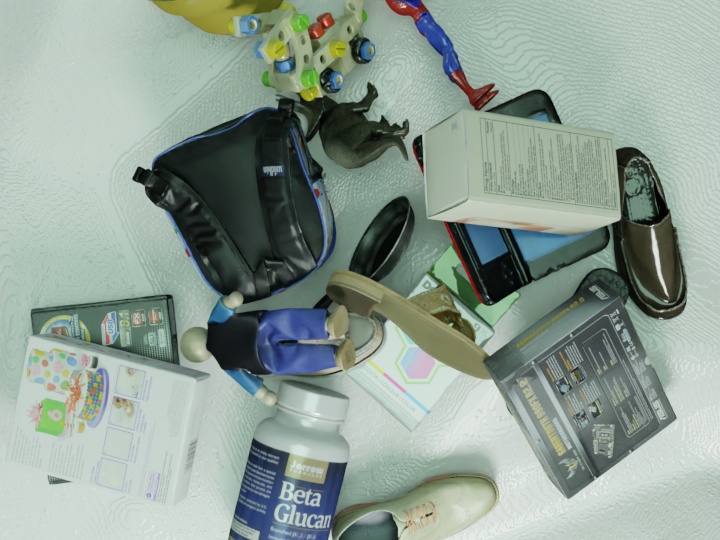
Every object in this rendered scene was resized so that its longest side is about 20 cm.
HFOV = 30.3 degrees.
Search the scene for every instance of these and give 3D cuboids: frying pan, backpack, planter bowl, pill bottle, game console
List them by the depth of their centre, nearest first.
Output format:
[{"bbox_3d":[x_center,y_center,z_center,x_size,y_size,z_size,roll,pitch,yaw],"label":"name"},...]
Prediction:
[{"bbox_3d":[-0.118,-0.065,1.460,0.198,0.154,0.192,-21,88,15],"label":"backpack"},{"bbox_3d":[-0.142,-0.320,1.471,0.199,0.201,0.084,-24,126,1],"label":"planter bowl"},{"bbox_3d":[0.170,-0.085,1.474,0.118,0.172,0.202,-25,89,28],"label":"game console"},{"bbox_3d":[-0.074,0.229,1.479,0.110,0.111,0.202,14,91,1],"label":"pill bottle"},{"bbox_3d":[0.005,0.002,1.481,0.031,0.115,0.191,31,92,-18],"label":"frying pan"}]

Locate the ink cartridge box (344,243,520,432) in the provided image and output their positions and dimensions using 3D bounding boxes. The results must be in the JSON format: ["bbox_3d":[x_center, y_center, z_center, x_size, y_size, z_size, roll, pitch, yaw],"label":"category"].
[{"bbox_3d":[0.083,0.071,1.501,0.104,0.059,0.200,40,91,2],"label":"ink cartridge box"}]

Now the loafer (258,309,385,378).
[{"bbox_3d":[-0.072,0.082,1.474,0.198,0.063,0.073,-10,69,19],"label":"loafer"}]

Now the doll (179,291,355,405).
[{"bbox_3d":[-0.106,0.082,1.425,0.198,0.049,0.138,-2,116,23],"label":"doll"}]

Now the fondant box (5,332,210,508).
[{"bbox_3d":[-0.276,0.161,1.452,0.198,0.058,0.146,13,95,10],"label":"fondant box"}]

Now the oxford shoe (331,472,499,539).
[{"bbox_3d":[0.063,0.282,1.495,0.198,0.074,0.071,-20,90,1],"label":"oxford shoe"}]

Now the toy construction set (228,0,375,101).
[{"bbox_3d":[-0.043,-0.264,1.446,0.200,0.092,0.132,-39,122,-22],"label":"toy construction set"}]

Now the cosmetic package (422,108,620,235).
[{"bbox_3d":[0.172,-0.101,1.418,0.198,0.087,0.105,7,75,-29],"label":"cosmetic package"}]

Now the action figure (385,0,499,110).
[{"bbox_3d":[0.099,-0.287,1.489,0.099,0.065,0.200,-42,80,6],"label":"action figure"}]

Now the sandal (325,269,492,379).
[{"bbox_3d":[0.068,0.037,1.437,0.210,0.078,0.070,28,64,-9],"label":"sandal"}]

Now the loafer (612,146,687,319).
[{"bbox_3d":[0.318,-0.041,1.490,0.072,0.071,0.202,-18,90,1],"label":"loafer"}]

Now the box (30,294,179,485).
[{"bbox_3d":[-0.285,0.135,1.517,0.158,0.044,0.202,-5,90,1],"label":"box"}]

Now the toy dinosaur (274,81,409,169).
[{"bbox_3d":[-0.005,-0.147,1.473,0.102,0.077,0.200,-30,48,-10],"label":"toy dinosaur"}]

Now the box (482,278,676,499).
[{"bbox_3d":[0.242,0.132,1.448,0.158,0.048,0.201,-35,123,-4],"label":"box"}]

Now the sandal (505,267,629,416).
[{"bbox_3d":[0.236,0.088,1.508,0.075,0.045,0.201,35,85,-1],"label":"sandal"}]
